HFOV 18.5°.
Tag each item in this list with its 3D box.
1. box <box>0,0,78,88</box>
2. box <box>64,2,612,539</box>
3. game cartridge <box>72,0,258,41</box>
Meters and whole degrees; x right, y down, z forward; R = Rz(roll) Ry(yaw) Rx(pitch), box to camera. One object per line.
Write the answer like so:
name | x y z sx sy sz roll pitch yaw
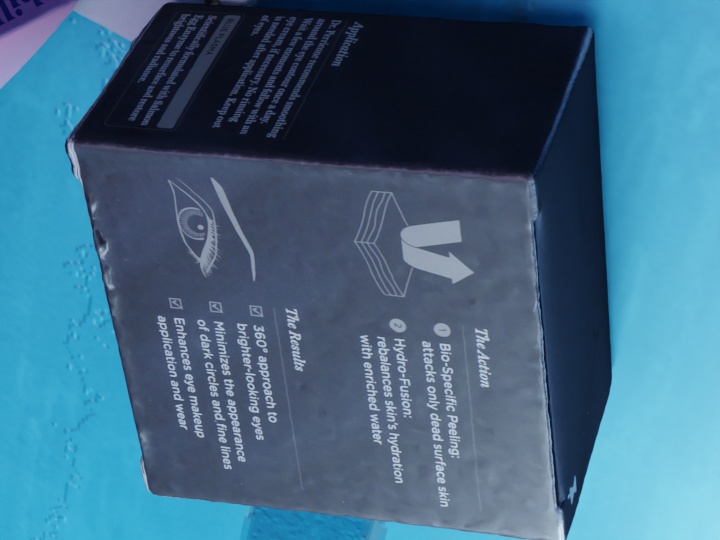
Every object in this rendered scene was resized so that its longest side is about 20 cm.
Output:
box | -0.258 -0.144 0.955 0.200 0.176 0.097 55 137 0
box | 0.000 0.000 0.959 0.199 0.118 0.197 6 129 17
game cartridge | -0.083 -0.188 0.950 0.133 0.040 0.200 31 132 11
